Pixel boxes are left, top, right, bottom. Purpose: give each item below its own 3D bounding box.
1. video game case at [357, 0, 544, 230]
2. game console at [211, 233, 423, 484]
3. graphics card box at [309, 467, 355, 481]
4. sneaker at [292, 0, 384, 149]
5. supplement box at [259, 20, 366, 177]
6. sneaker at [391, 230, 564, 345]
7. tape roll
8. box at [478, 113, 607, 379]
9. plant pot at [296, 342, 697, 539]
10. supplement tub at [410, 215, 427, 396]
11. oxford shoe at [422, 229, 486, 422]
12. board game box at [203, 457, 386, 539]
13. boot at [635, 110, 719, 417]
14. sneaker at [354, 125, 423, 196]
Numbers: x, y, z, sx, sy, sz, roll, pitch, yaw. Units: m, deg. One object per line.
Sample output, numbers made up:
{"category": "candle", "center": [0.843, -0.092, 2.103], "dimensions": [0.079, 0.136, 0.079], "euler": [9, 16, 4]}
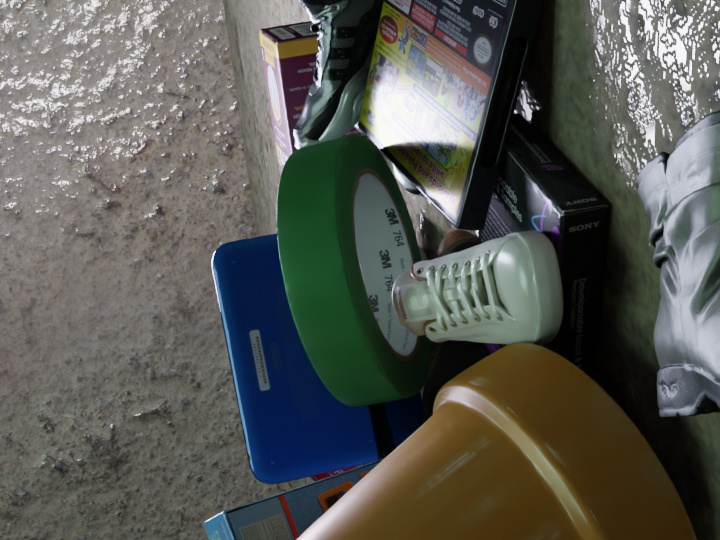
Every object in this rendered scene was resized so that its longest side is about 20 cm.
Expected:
{"category": "video game case", "center": [0.059, -0.152, 0.775], "dimensions": [0.200, 0.025, 0.181], "euler": [-127, 44, -55]}
{"category": "game console", "center": [-0.030, 0.067, 0.932], "dimensions": [0.118, 0.171, 0.200], "euler": [145, 114, -79]}
{"category": "graphics card box", "center": [-0.023, 0.214, 1.147], "dimensions": [0.125, 0.051, 0.200], "euler": [42, 171, 1]}
{"category": "sneaker", "center": [-0.028, -0.199, 0.895], "dimensions": [0.200, 0.114, 0.076], "euler": [-56, 18, 18]}
{"category": "supplement box", "center": [-0.050, -0.188, 1.285], "dimensions": [0.131, 0.103, 0.200], "euler": [-129, 30, -67]}
{"category": "sneaker", "center": [0.070, 0.022, 0.714], "dimensions": [0.200, 0.085, 0.073], "euler": [143, 117, -76]}
{"category": "tape roll", "center": [0.000, 0.000, 0.813], "dimensions": [0.200, 0.048, 0.201], "euler": [-12, -90, -72]}
{"category": "box", "center": [0.122, 0.010, 0.751], "dimensions": [0.143, 0.036, 0.200], "euler": [-117, 18, -54]}
{"category": "plant pot", "center": [0.068, 0.173, 0.649], "dimensions": [0.200, 0.183, 0.200], "euler": [51, 158, 30]}
{"category": "supplement tub", "center": [0.006, 0.049, 1.114], "dimensions": [0.145, 0.145, 0.200], "euler": [-136, 36, -72]}
{"category": "oxford shoe", "center": [0.087, 0.061, 0.921], "dimensions": [0.071, 0.071, 0.200], "euler": [-116, 29, -70]}
{"category": "board game box", "center": [0.008, 0.210, 0.735], "dimensions": [0.037, 0.200, 0.151], "euler": [-36, 71, 49]}
{"category": "boot", "center": [0.162, -0.009, 0.439], "dimensions": [0.200, 0.068, 0.131], "euler": [140, 125, -77]}
{"category": "sneaker", "center": [0.045, -0.158, 0.932], "dimensions": [0.200, 0.075, 0.116], "euler": [-123, 32, -49]}
